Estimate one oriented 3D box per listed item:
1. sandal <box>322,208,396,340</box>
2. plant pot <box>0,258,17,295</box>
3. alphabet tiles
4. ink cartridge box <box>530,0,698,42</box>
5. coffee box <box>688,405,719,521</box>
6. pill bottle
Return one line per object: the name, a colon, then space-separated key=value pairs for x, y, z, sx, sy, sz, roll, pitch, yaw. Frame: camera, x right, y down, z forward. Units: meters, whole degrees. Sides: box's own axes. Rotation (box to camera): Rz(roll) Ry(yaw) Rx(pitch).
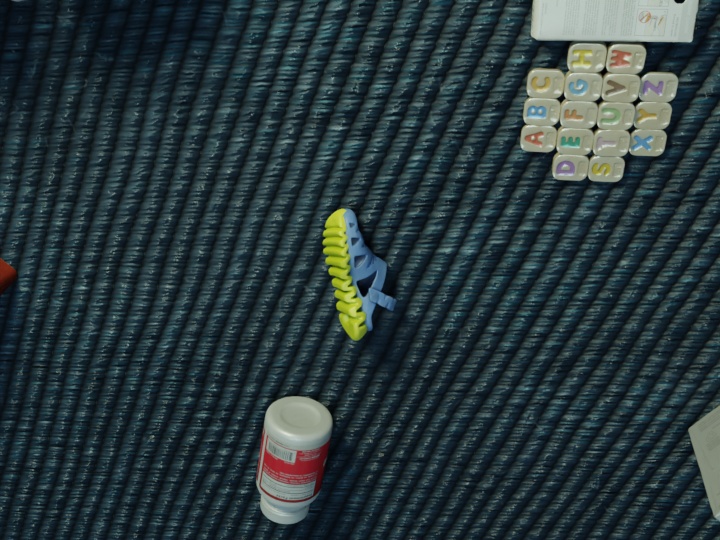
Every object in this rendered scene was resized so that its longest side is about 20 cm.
sandal: x=0.000 y=0.000 z=1.351 sx=0.087 sy=0.079 sz=0.200 roll=-19 pitch=112 yaw=-18
plant pot: x=-0.699 y=0.042 z=1.397 sx=0.200 sy=0.176 sz=0.200 roll=41 pitch=115 yaw=-14
alphabet tiles: x=0.318 y=-0.210 z=1.213 sx=0.195 sy=0.015 sz=0.200 roll=4 pitch=124 yaw=5
ink cartridge box: x=0.320 y=-0.369 z=1.127 sx=0.200 sy=0.050 sz=0.161 roll=1 pitch=117 yaw=1
coffee box: x=0.646 y=0.297 z=1.342 sx=0.198 sy=0.200 sz=0.200 roll=39 pitch=116 yaw=-14
pill bottle: x=-0.114 y=0.319 z=1.502 sx=0.112 sy=0.112 sz=0.200 roll=12 pitch=119 yaw=1
